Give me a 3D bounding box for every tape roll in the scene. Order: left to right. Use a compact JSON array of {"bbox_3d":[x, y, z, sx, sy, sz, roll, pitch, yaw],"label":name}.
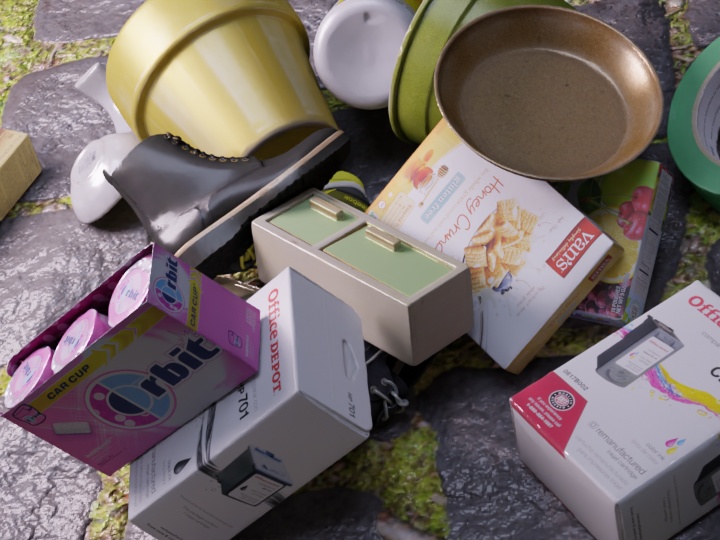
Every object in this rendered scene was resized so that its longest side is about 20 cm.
[{"bbox_3d":[0.375,-0.142,1.719,0.199,0.048,0.202,-20,52,27],"label":"tape roll"}]

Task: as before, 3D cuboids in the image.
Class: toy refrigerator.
[{"bbox_3d":[0.000,0.000,1.634,0.076,0.070,0.199,-30,40,-31],"label":"toy refrigerator"}]

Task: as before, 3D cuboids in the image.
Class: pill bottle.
[{"bbox_3d":[0.016,-0.228,1.886,0.108,0.110,0.200,-8,14,8],"label":"pill bottle"}]

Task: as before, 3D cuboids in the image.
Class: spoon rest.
[{"bbox_3d":[-0.254,-0.126,1.930,0.099,0.060,0.201,-39,38,27],"label":"spoon rest"}]

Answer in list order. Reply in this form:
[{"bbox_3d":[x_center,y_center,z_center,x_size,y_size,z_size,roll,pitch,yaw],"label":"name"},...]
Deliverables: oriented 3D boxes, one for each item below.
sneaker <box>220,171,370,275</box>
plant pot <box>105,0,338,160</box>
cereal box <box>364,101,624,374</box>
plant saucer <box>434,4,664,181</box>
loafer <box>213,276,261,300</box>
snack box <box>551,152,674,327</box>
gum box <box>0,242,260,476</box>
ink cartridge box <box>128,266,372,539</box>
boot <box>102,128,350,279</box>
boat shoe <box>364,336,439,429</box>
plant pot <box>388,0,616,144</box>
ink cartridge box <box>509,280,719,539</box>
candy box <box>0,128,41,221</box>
[{"bbox_3d":[-0.073,-0.035,1.760,0.199,0.075,0.085,-20,43,-18],"label":"sneaker"},{"bbox_3d":[-0.118,-0.158,1.846,0.200,0.201,0.189,-27,60,-13],"label":"plant pot"},{"bbox_3d":[0.110,-0.029,1.646,0.200,0.039,0.144,44,99,26],"label":"cereal box"},{"bbox_3d":[0.160,-0.145,1.645,0.198,0.036,0.201,3,53,-4],"label":"plant saucer"},{"bbox_3d":[-0.092,0.047,1.693,0.076,0.069,0.199,-39,44,-24],"label":"loafer"},{"bbox_3d":[0.161,-0.037,1.676,0.199,0.053,0.143,12,82,27],"label":"snack box"},{"bbox_3d":[-0.187,0.077,1.520,0.200,0.113,0.066,-36,36,31],"label":"gum box"},{"bbox_3d":[-0.093,0.117,1.547,0.200,0.086,0.147,-40,34,26],"label":"ink cartridge box"},{"bbox_3d":[-0.121,-0.097,1.715,0.200,0.078,0.138,-37,73,-14],"label":"boot"},{"bbox_3d":[0.015,0.092,1.618,0.062,0.073,0.200,10,43,28],"label":"boat shoe"},{"bbox_3d":[0.161,-0.171,1.781,0.192,0.201,0.200,29,57,24],"label":"plant pot"},{"bbox_3d":[0.240,0.117,1.515,0.199,0.086,0.148,-32,45,-16],"label":"ink cartridge box"},{"bbox_3d":[-0.425,-0.065,1.922,0.115,0.056,0.201,11,49,26],"label":"candy box"}]
